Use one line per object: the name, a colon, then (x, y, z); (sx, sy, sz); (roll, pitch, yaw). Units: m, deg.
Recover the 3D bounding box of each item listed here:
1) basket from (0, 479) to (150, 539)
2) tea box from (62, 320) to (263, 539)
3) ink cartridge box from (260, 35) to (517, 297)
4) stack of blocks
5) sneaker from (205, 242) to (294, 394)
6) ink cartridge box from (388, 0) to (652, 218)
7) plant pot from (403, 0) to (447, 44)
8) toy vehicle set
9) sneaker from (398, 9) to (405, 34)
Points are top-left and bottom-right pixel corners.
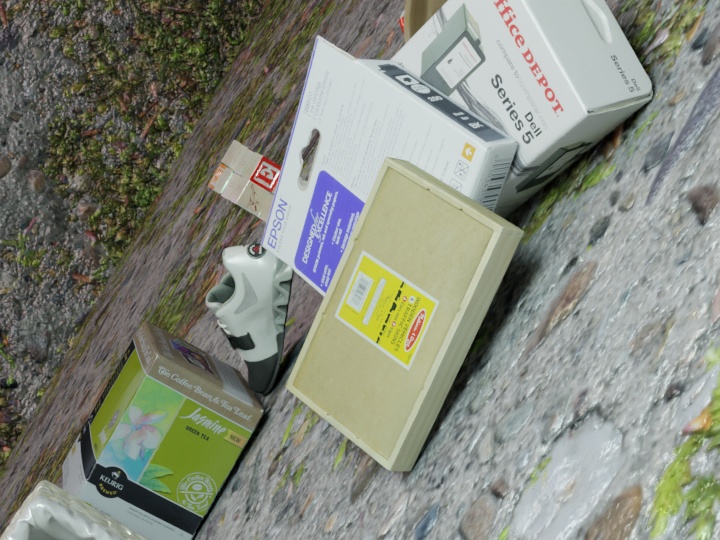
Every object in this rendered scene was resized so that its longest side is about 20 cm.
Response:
basket: (-0.258, 0.317, 1.340); (0.201, 0.198, 0.161); (-58, 12, -3)
tea box: (-0.217, 0.182, 1.605); (0.198, 0.133, 0.200); (-61, 14, 2)
ink cartridge box: (0.016, -0.058, 1.189); (0.200, 0.043, 0.199); (38, 123, 34)
stack of blocks: (-0.073, -0.068, 1.549); (0.059, 0.115, 0.200); (-59, 25, 1)
sneaker: (-0.118, 0.046, 1.562); (0.074, 0.088, 0.201); (-89, 6, -50)
ink cartridge box: (0.109, -0.138, 1.164); (0.084, 0.146, 0.200); (-18, -16, -40)
plant pot: (0.136, -0.200, 1.249); (0.092, 0.202, 0.201); (-17, -15, -39)
toy vehicle set: (0.028, 0.032, 1.111); (0.124, 0.026, 0.201); (35, 108, 37)
sneaker: (0.070, -0.258, 1.609); (0.093, 0.071, 0.200); (-22, -21, -32)
